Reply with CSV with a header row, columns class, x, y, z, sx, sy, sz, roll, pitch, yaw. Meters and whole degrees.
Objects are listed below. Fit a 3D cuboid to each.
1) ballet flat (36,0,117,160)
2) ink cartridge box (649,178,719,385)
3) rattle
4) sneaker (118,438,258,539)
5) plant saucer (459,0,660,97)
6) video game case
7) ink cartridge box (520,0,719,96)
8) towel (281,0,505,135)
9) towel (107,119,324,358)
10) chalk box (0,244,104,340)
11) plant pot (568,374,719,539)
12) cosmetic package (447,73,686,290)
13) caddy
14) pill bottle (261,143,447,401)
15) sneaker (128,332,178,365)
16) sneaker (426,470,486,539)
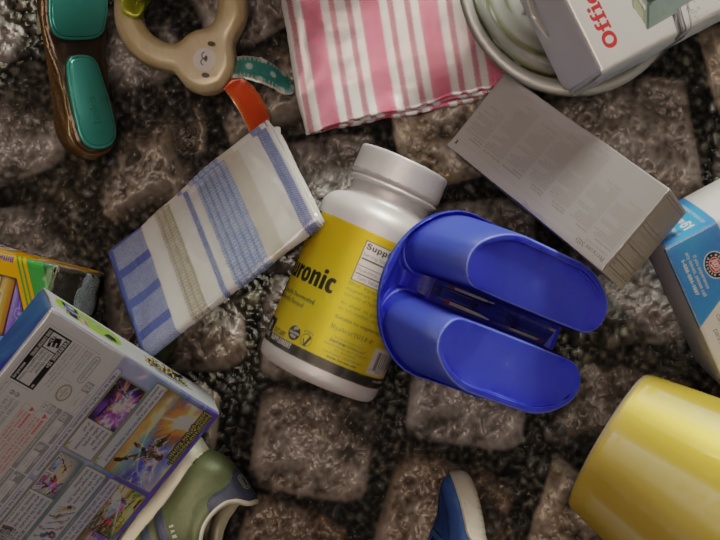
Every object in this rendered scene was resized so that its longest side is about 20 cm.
class,x,y,z,sx,sy,sz,roll,pitch,yaw
ballet flat,-0.264,-0.199,1.022,0.072,0.067,0.203,-7,92,50
ink cartridge box,0.352,-0.015,0.921,0.198,0.085,0.146,-28,105,3
rattle,-0.145,-0.219,0.976,0.129,0.143,0.202,-28,79,-14
sneaker,-0.165,0.254,0.986,0.089,0.067,0.202,31,89,12
plant saucer,0.177,-0.247,0.972,0.197,0.050,0.203,0,87,-6
video game case,-0.245,0.142,0.915,0.181,0.045,0.201,38,93,-34
ink cartridge box,0.233,-0.255,0.911,0.198,0.084,0.147,-28,90,-7
towel,0.031,-0.213,1.006,0.197,0.030,0.149,-12,87,5
towel,-0.129,-0.028,0.977,0.199,0.024,0.148,-38,48,9
chalk box,-0.325,0.082,0.989,0.122,0.125,0.203,15,89,6
plant pot,0.279,0.186,0.897,0.188,0.200,0.202,31,92,22
cosmetic package,0.166,-0.077,0.928,0.083,0.051,0.200,-48,51,5
caddy,0.105,0.035,0.925,0.198,0.105,0.143,22,90,-33
pill bottle,0.000,0.000,0.963,0.110,0.111,0.202,23,90,6
sneaker,-0.205,0.135,1.010,0.089,0.067,0.201,36,85,-12
sneaker,0.051,0.276,0.965,0.109,0.077,0.203,-2,94,-3
